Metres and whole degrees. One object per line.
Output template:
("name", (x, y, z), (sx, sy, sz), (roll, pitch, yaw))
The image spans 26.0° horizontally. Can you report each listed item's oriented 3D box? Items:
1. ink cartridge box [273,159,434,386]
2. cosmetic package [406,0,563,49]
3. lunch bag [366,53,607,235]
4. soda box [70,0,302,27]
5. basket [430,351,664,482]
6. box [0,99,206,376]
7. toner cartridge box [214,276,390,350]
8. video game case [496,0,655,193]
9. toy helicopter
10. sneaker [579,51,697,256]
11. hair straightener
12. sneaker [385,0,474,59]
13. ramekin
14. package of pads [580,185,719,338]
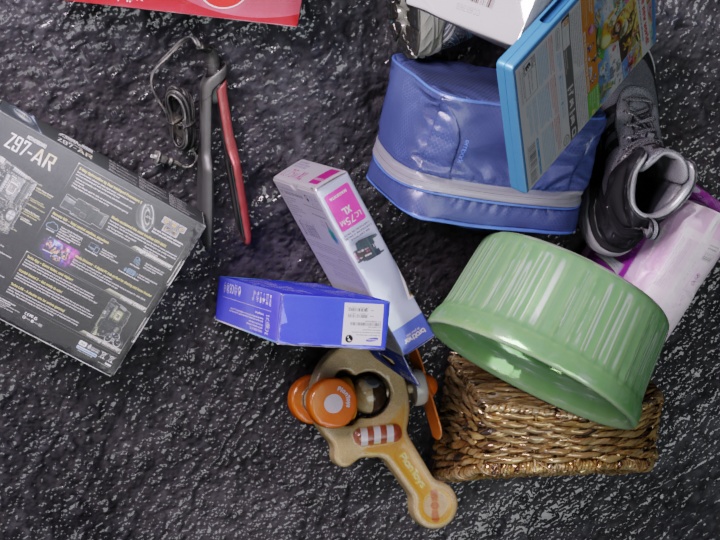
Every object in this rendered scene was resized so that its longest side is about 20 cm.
("ink cartridge box", (0.000, 0.000, 1.365), (0.042, 0.119, 0.200), (-31, 108, -13))
("cosmetic package", (0.138, -0.218, 1.280), (0.200, 0.113, 0.081), (3, 111, -62))
("lunch bag", (0.112, -0.101, 1.367), (0.200, 0.136, 0.132), (6, 112, -22))
("soda box", (-0.146, -0.244, 1.253), (0.200, 0.070, 0.063), (3, 114, -20))
("basket", (0.183, 0.170, 1.511), (0.200, 0.143, 0.149), (1, 113, -18))
("box", (-0.256, -0.026, 1.314), (0.200, 0.044, 0.160), (29, 102, -17))
("toner cartridge box", (-0.054, 0.035, 1.337), (0.095, 0.200, 0.043), (6, 92, -19))
("video game case", (0.177, -0.175, 1.247), (0.200, 0.018, 0.143), (-48, 148, -25))
("toy helicopter", (0.034, 0.152, 1.469), (0.132, 0.079, 0.200), (-36, 99, -16))
("sneaker", (0.252, -0.115, 1.386), (0.075, 0.114, 0.200), (9, 83, -19))
("hair straightener", (-0.141, -0.106, 1.333), (0.077, 0.041, 0.200), (-12, 122, -12))
("sneaker", (0.070, -0.282, 1.316), (0.086, 0.078, 0.200), (-15, 125, -25))
("ramekin", (0.167, 0.049, 1.347), (0.200, 0.200, 0.098), (33, 79, -28))
("package of pads", (0.261, 0.004, 1.473), (0.076, 0.121, 0.200), (22, 106, -28))
